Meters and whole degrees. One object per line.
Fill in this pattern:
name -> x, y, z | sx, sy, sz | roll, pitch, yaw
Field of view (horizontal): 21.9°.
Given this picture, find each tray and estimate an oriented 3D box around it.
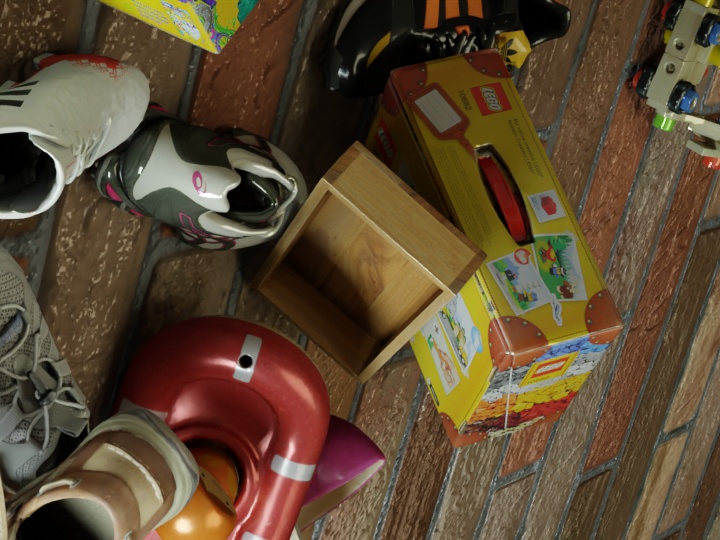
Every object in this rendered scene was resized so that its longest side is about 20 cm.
tray -> 0.000, 0.000, 1.119 | 0.037, 0.099, 0.200 | -49, 180, -23

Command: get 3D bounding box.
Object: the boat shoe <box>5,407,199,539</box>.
boat shoe -> -0.160, 0.145, 0.959 | 0.200, 0.076, 0.072 | -51, 177, 40

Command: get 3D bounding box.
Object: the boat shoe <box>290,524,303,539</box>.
boat shoe -> -0.095, 0.155, 1.221 | 0.093, 0.075, 0.200 | -19, 110, -2

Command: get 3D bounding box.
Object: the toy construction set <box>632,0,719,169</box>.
toy construction set -> 0.305, -0.188, 1.612 | 0.131, 0.092, 0.200 | -9, 110, -57

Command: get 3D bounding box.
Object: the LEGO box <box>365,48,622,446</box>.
LEGO box -> 0.073, -0.012, 1.172 | 0.077, 0.200, 0.149 | -14, 157, -18

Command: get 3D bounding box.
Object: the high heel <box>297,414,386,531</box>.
high heel -> -0.051, 0.192, 1.298 | 0.067, 0.096, 0.200 | 9, 105, -61

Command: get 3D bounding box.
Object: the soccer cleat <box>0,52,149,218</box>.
soccer cleat -> -0.162, -0.061, 0.912 | 0.200, 0.085, 0.069 | -19, 129, -53

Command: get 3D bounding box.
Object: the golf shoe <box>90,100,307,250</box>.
golf shoe -> -0.073, -0.041, 1.081 | 0.200, 0.088, 0.077 | 11, 102, -64

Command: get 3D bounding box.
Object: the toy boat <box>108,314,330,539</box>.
toy boat -> -0.095, 0.127, 1.106 | 0.131, 0.130, 0.200 | -100, -151, -79

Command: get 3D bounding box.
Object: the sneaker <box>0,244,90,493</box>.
sneaker -> -0.177, 0.057, 0.987 | 0.075, 0.082, 0.200 | -49, 149, -26

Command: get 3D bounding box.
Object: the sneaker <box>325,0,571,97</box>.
sneaker -> 0.062, -0.156, 1.211 | 0.200, 0.090, 0.070 | -31, 138, -46

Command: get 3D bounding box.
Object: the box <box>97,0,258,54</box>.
box -> -0.083, -0.247, 0.853 | 0.200, 0.122, 0.193 | -55, 151, -16

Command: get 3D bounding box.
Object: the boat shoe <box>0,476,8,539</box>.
boat shoe -> -0.210, 0.065, 0.882 | 0.071, 0.064, 0.200 | -39, 119, -40
